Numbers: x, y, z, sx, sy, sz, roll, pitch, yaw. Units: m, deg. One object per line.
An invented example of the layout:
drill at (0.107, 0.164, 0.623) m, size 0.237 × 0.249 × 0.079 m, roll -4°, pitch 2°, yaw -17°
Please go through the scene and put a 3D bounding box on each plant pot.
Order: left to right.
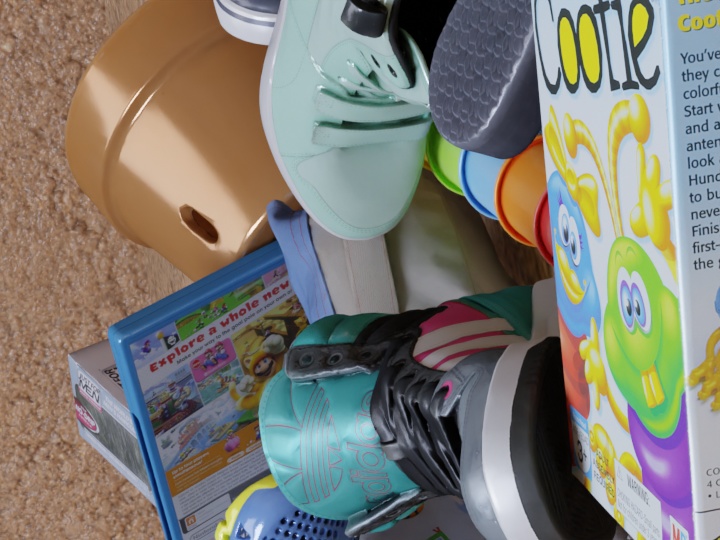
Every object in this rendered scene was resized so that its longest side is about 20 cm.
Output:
plant pot at (-0.049, -0.062, 1.088) m, size 0.140 × 0.200 × 0.200 m, roll 52°, pitch 155°, yaw 30°

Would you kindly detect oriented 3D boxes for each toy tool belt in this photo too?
toy tool belt at (0.000, 0.000, 0.940) m, size 0.125 × 0.123 × 0.200 m, roll 39°, pitch -158°, yaw -47°

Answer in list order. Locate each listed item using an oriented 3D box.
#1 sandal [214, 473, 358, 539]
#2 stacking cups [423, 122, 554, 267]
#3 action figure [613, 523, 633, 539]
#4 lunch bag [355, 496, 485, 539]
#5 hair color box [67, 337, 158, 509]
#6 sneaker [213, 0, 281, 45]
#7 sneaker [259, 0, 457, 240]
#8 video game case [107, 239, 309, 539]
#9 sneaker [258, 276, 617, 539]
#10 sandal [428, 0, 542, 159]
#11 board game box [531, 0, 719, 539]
sandal at (-0.017, 0.188, 0.908) m, size 0.087 × 0.079 × 0.201 m, roll 27°, pitch 132°, yaw 53°
stacking cups at (0.077, -0.038, 0.811) m, size 0.200 × 0.060 × 0.061 m, roll -132°, pitch 33°, yaw -61°
action figure at (0.098, 0.132, 0.762) m, size 0.130 × 0.069 × 0.200 m, roll 57°, pitch 170°, yaw 22°
lunch bag at (0.035, 0.193, 1.032) m, size 0.170 × 0.123 × 0.201 m, roll -119°, pitch 29°, yaw -52°
hair color box at (-0.061, 0.060, 1.126) m, size 0.099 × 0.199 × 0.061 m, roll 33°, pitch 136°, yaw 47°
sneaker at (-0.025, -0.193, 0.937) m, size 0.200 × 0.078 × 0.080 m, roll -71°, pitch -14°, yaw -47°
sneaker at (0.010, -0.070, 0.774) m, size 0.118 × 0.073 × 0.201 m, roll -121°, pitch 23°, yaw -46°
video game case at (-0.054, 0.084, 1.044) m, size 0.018 × 0.143 × 0.201 m, roll 34°, pitch 143°, yaw 47°
sneaker at (0.021, 0.056, 0.654) m, size 0.200 × 0.120 × 0.084 m, roll -51°, pitch -56°, yaw -75°
sandal at (0.084, -0.122, 0.600) m, size 0.200 × 0.043 × 0.076 m, roll -58°, pitch 34°, yaw 35°
board game box at (0.112, -0.030, 0.509) m, size 0.103 × 0.104 × 0.201 m, roll -133°, pitch 35°, yaw -70°
